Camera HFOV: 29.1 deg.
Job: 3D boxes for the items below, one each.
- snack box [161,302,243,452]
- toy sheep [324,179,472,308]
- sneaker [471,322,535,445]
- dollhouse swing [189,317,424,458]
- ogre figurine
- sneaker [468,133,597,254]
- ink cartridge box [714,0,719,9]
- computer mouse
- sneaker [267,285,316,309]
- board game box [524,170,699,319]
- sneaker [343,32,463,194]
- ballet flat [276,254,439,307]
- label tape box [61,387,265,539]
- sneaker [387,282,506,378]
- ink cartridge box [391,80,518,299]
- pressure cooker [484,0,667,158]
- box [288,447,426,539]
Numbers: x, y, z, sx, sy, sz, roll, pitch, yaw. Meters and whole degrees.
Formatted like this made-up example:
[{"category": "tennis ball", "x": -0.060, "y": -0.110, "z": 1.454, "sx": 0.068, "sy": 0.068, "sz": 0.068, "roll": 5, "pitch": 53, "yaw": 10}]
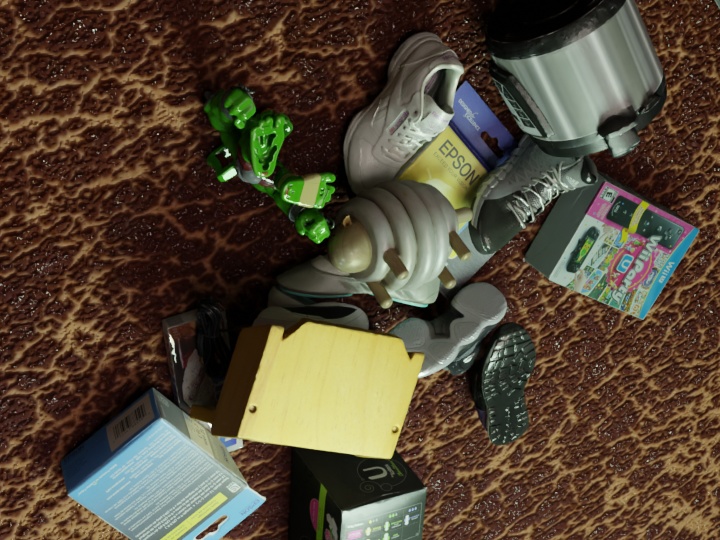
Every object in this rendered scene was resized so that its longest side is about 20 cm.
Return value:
[{"category": "snack box", "x": -0.184, "y": 0.135, "z": 1.628, "sx": 0.072, "sy": 0.024, "sz": 0.200, "roll": -18, "pitch": 124, "yaw": -21}, {"category": "toy sheep", "x": 0.047, "y": -0.038, "z": 1.551, "sx": 0.200, "sy": 0.138, "sz": 0.138, "roll": -13, "pitch": 123, "yaw": -36}, {"category": "sneaker", "x": 0.171, "y": 0.132, "z": 1.799, "sx": 0.076, "sy": 0.088, "sz": 0.200, "roll": -16, "pitch": 134, "yaw": -18}, {"category": "dollhouse swing", "x": -0.072, "y": 0.124, "z": 1.570, "sx": 0.200, "sy": 0.176, "sz": 0.182, "roll": 12, "pitch": 101, "yaw": -31}, {"category": "ogre figurine", "x": -0.106, "y": -0.124, "z": 1.466, "sx": 0.200, "sy": 0.120, "sz": 0.098, "roll": 33, "pitch": 93, "yaw": -41}, {"category": "sneaker", "x": 0.214, "y": -0.099, "z": 1.637, "sx": 0.200, "sy": 0.115, "sz": 0.075, "roll": -56, "pitch": 130, "yaw": -26}, {"category": "ink cartridge box", "x": 0.500, "y": -0.427, "z": 1.709, "sx": 0.200, "sy": 0.050, "sz": 0.162, "roll": -44, "pitch": 130, "yaw": 2}, {"category": "computer mouse", "x": -0.086, "y": 0.074, "z": 1.569, "sx": 0.200, "sy": 0.044, "sz": 0.110, "roll": -3, "pitch": 124, "yaw": -9}, {"category": "sneaker", "x": -0.058, "y": 0.103, "z": 1.656, "sx": 0.200, "sy": 0.074, "sz": 0.116, "roll": 33, "pitch": 93, "yaw": -41}, {"category": "board game box", "x": 0.331, "y": -0.036, "z": 1.822, "sx": 0.200, "sy": 0.064, "sz": 0.148, "roll": 20, "pitch": 105, "yaw": -39}, {"category": "sneaker", "x": 0.047, "y": -0.165, "z": 1.549, "sx": 0.075, "sy": 0.100, "sz": 0.200, "roll": 15, "pitch": 109, "yaw": -37}, {"category": "ballet flat", "x": 0.000, "y": 0.000, "z": 1.625, "sx": 0.200, "sy": 0.067, "sz": 0.064, "roll": 6, "pitch": 110, "yaw": -19}, {"category": "label tape box", "x": -0.228, "y": 0.247, "z": 1.621, "sx": 0.143, "sy": 0.066, "sz": 0.200, "roll": -39, "pitch": 129, "yaw": 7}, {"category": "sneaker", "x": 0.093, "y": 0.100, "z": 1.715, "sx": 0.200, "sy": 0.076, "sz": 0.114, "roll": -31, "pitch": 156, "yaw": -25}, {"category": "ink cartridge box", "x": 0.117, "y": -0.091, "z": 1.671, "sx": 0.200, "sy": 0.047, "sz": 0.198, "roll": -45, "pitch": 129, "yaw": 2}, {"category": "pressure cooker", "x": 0.253, "y": -0.223, "z": 1.576, "sx": 0.176, "sy": 0.178, "sz": 0.200, "roll": -55, "pitch": 127, "yaw": -35}, {"category": "box", "x": -0.007, "y": 0.328, "z": 1.766, "sx": 0.124, "sy": 0.149, "sz": 0.200, "roll": -11, "pitch": 121, "yaw": -25}]
